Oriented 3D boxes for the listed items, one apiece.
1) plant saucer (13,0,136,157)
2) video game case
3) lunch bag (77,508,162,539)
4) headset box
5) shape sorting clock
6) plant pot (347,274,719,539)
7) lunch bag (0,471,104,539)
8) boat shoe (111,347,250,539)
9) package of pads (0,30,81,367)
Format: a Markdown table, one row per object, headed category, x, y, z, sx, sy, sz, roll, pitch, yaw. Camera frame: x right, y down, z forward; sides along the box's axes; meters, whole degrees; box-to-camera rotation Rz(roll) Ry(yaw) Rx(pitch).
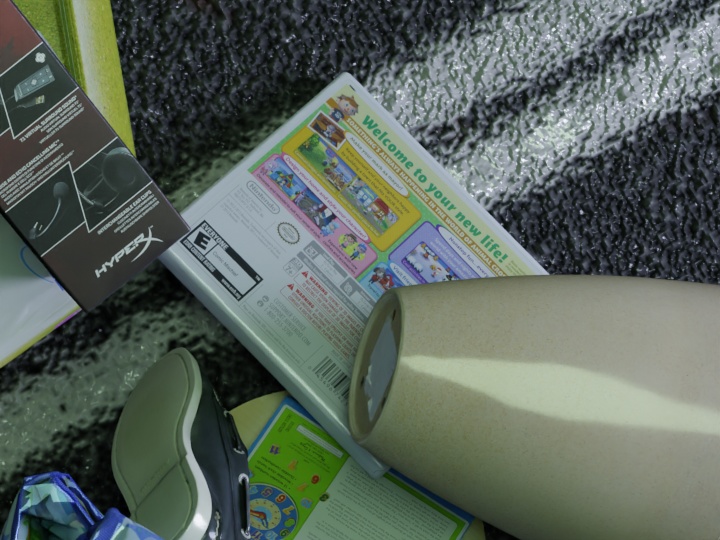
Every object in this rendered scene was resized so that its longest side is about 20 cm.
| category | x | y | z | sx | sy | sz | roll | pitch | yaw |
| --- | --- | --- | --- | --- | --- | --- | --- | --- | --- |
| plant saucer | -0.241 | -0.113 | 1.573 | 0.200 | 0.048 | 0.200 | -8 | 76 | -13 |
| video game case | 0.000 | 0.000 | 1.587 | 0.200 | 0.022 | 0.182 | 45 | 61 | 4 |
| lunch bag | -0.114 | 0.250 | 1.276 | 0.170 | 0.127 | 0.200 | 32 | 69 | -4 |
| headset box | -0.190 | -0.084 | 1.394 | 0.077 | 0.149 | 0.200 | -38 | 103 | -6 |
| shape sorting clock | -0.023 | 0.166 | 1.542 | 0.200 | 0.039 | 0.200 | 5 | 62 | -10 |
| plant pot | 0.101 | 0.076 | 1.500 | 0.200 | 0.187 | 0.188 | 14 | 72 | -15 |
| lunch bag | -0.158 | 0.218 | 1.431 | 0.127 | 0.170 | 0.200 | -14 | 80 | -15 |
| boat shoe | -0.094 | 0.118 | 1.491 | 0.066 | 0.199 | 0.075 | 39 | 102 | -25 |
| package of pads | -0.229 | -0.024 | 1.504 | 0.200 | 0.068 | 0.155 | -36 | 104 | -6 |
